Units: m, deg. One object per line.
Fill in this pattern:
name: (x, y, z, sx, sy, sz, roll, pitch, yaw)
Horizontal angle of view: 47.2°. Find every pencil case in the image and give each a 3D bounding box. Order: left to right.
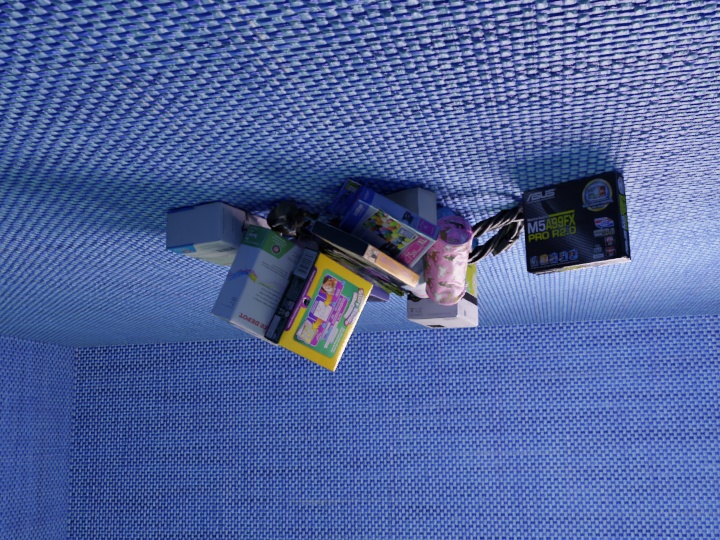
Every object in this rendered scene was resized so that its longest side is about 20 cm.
pencil case: (0.118, 0.007, 1.804, 0.089, 0.085, 0.200, 14, 175, 22)
pencil case: (0.180, -0.019, 1.679, 0.086, 0.083, 0.202, -34, 147, -25)

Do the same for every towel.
towel: (0.000, 0.000, 1.720, 0.198, 0.023, 0.143, 31, 176, -13)

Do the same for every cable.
cable: (0.272, -0.081, 1.722, 0.161, 0.052, 0.200, -8, 155, -27)

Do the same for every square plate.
square plate: (-0.041, -0.029, 1.938, 0.198, 0.029, 0.197, 13, -165, -44)

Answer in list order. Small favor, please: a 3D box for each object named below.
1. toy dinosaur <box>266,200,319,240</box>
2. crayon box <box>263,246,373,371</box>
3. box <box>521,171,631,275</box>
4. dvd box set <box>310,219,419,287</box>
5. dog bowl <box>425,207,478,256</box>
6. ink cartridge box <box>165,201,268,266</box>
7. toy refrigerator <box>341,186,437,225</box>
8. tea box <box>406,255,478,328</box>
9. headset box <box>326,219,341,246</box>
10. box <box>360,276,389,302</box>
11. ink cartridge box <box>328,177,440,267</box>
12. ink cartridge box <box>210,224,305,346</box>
toy dinosaur: (-0.150, -0.104, 1.687, 0.101, 0.078, 0.199, 26, 171, -23)
crayon box: (-0.083, 0.081, 1.688, 0.058, 0.203, 0.172, 18, 171, 47)
box: (0.406, -0.085, 1.563, 0.198, 0.164, 0.044, -10, 168, 39)
dvd box set: (0.011, -0.032, 1.600, 0.145, 0.030, 0.199, 26, 178, 38)
dog bowl: (0.188, -0.064, 1.764, 0.112, 0.050, 0.199, -49, 150, 12)
ink cartridge box: (-0.291, -0.073, 1.738, 0.144, 0.086, 0.199, -8, 168, 26)
toy refrigerator: (0.057, -0.104, 1.648, 0.198, 0.078, 0.069, -11, 165, 39)
tea box: (0.202, 0.031, 2.023, 0.131, 0.201, 0.200, -5, 169, 21)
headset box: (0.029, -0.070, 1.810, 0.198, 0.079, 0.148, -9, 167, 39)
box: (-0.018, 0.044, 1.906, 0.120, 0.033, 0.198, 21, 163, -41)
ink cartridge box: (0.039, -0.087, 1.557, 0.198, 0.042, 0.119, 30, 147, -8)
ink cartridge box: (-0.195, 0.031, 1.675, 0.144, 0.203, 0.083, 31, 169, -41)
